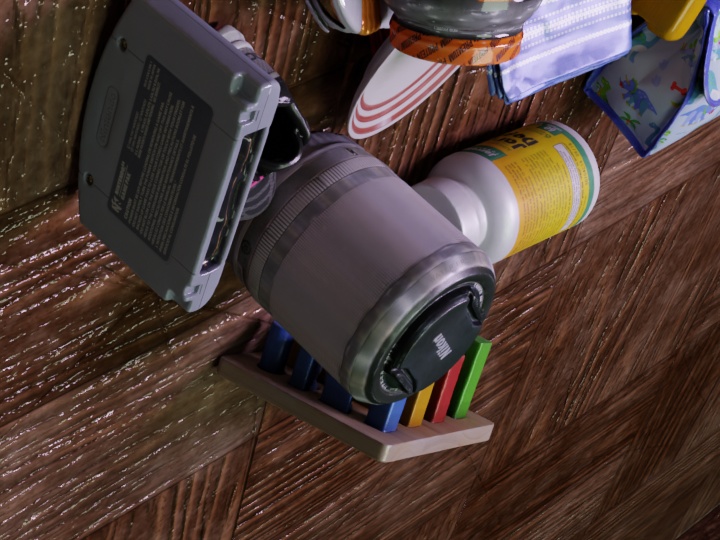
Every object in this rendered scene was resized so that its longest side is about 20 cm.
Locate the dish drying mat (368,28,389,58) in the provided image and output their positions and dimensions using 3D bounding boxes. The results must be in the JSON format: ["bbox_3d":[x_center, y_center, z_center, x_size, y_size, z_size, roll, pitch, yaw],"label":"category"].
[{"bbox_3d":[0.085,-0.250,1.335,0.200,0.018,0.077,-40,154,-14],"label":"dish drying mat"}]

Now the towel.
[{"bbox_3d":[0.159,-0.239,1.272,0.145,0.024,0.200,-23,127,-24],"label":"towel"}]

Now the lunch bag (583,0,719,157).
[{"bbox_3d":[0.351,-0.229,1.635,0.170,0.127,0.200,-29,161,-35],"label":"lunch bag"}]

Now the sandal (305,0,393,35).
[{"bbox_3d":[-0.013,-0.208,1.187,0.207,0.059,0.079,-13,104,-77],"label":"sandal"}]

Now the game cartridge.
[{"bbox_3d":[-0.131,-0.084,1.098,0.041,0.133,0.200,-22,147,-41],"label":"game cartridge"}]

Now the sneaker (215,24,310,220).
[{"bbox_3d":[-0.083,-0.091,1.220,0.074,0.087,0.200,-36,154,-22],"label":"sneaker"}]

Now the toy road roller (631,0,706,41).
[{"bbox_3d":[0.253,-0.270,1.408,0.200,0.146,0.123,-15,141,-56],"label":"toy road roller"}]

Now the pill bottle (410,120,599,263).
[{"bbox_3d":[0.131,-0.069,1.566,0.200,0.113,0.113,-23,147,-41],"label":"pill bottle"}]

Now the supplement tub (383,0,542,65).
[{"bbox_3d":[0.075,-0.252,1.129,0.122,0.122,0.200,-22,126,-43],"label":"supplement tub"}]

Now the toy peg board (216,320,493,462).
[{"bbox_3d":[0.009,0.085,1.527,0.199,0.200,0.098,-1,112,-57],"label":"toy peg board"}]

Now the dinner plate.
[{"bbox_3d":[0.056,-0.187,1.329,0.200,0.024,0.200,-41,170,-9],"label":"dinner plate"}]

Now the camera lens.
[{"bbox_3d":[0.000,0.000,1.353,0.160,0.200,0.160,-37,154,-22],"label":"camera lens"}]
